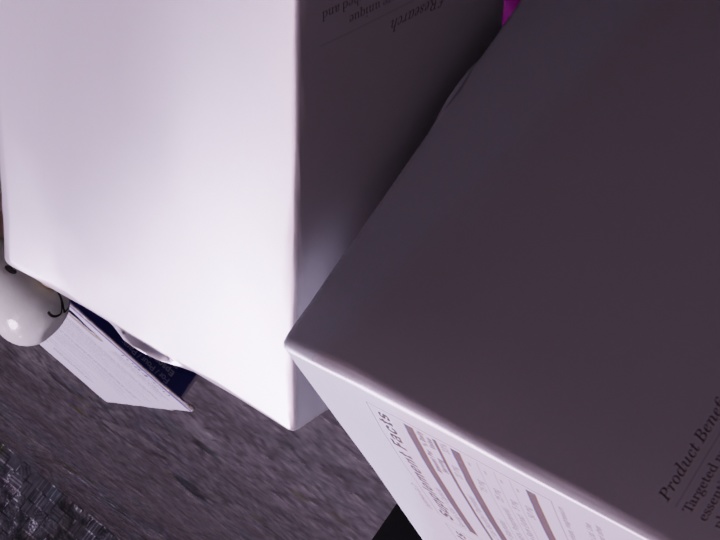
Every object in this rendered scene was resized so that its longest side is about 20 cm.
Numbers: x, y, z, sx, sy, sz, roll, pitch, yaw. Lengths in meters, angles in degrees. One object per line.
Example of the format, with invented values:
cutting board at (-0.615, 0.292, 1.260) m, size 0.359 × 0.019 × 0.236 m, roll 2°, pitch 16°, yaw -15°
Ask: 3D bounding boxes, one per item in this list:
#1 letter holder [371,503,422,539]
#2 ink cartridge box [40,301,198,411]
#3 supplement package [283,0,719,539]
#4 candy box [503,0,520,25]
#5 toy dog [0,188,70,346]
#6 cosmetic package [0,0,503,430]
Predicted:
letter holder at (0.102, 0.222, 1.345) m, size 0.199 × 0.101 × 0.142 m, roll 22°, pitch 161°, yaw 48°
ink cartridge box at (-0.197, 0.014, 1.539) m, size 0.196 × 0.043 × 0.200 m, roll 43°, pitch 163°, yaw -16°
supplement package at (0.119, 0.031, 0.568) m, size 0.199 × 0.152 × 0.151 m, roll 27°, pitch 163°, yaw 30°
candy box at (-0.044, -0.101, 0.724) m, size 0.199 × 0.061 × 0.137 m, roll 30°, pitch 164°, yaw 32°
toy dog at (-0.210, -0.065, 1.222) m, size 0.200 × 0.132 × 0.096 m, roll 38°, pitch 128°, yaw -18°
cosmetic package at (-0.029, -0.076, 0.571) m, size 0.112 × 0.081 × 0.201 m, roll 29°, pitch 134°, yaw 32°
